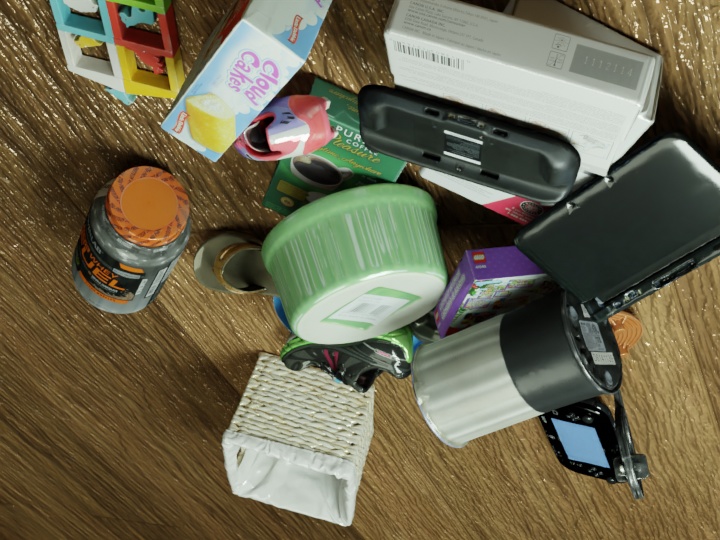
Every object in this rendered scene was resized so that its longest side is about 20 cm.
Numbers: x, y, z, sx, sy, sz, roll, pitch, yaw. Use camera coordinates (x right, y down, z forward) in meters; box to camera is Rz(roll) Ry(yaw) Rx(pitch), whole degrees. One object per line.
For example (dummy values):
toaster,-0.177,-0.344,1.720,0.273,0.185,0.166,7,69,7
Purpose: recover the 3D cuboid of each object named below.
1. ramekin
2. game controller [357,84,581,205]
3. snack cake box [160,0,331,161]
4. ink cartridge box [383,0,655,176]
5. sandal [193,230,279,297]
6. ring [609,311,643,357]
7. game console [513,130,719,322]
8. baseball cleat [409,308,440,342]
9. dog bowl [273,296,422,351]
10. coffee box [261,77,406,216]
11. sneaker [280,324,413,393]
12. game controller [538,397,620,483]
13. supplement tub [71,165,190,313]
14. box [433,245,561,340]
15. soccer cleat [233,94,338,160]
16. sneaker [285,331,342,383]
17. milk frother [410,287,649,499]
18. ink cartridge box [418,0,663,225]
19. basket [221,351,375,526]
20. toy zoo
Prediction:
ramekin,0.000,0.000,1.208,0.198,0.099,0.200,-15,157,-6
game controller,0.091,-0.109,0.969,0.198,0.042,0.105,18,156,9
snack cake box,-0.103,-0.201,1.036,0.067,0.116,0.200,32,147,-16
ink cartridge box,0.122,-0.148,0.904,0.198,0.045,0.176,18,171,7
sandal,-0.139,0.000,1.369,0.198,0.054,0.081,11,110,38
ring,0.230,0.097,1.298,0.198,0.019,0.201,-10,154,-5
game console,0.277,-0.048,1.051,0.199,0.175,0.117,-36,82,40
baseball cleat,0.158,0.080,1.329,0.197,0.070,0.107,0,145,9
dog bowl,-0.008,0.044,1.395,0.198,0.050,0.112,12,133,14
coffee box,-0.025,-0.110,1.195,0.122,0.044,0.200,23,148,-5
sneaker,-0.021,0.107,1.344,0.199,0.085,0.076,-9,-177,42
game controller,0.298,0.225,1.508,0.103,0.042,0.201,1,143,27
supplement tub,-0.278,-0.037,1.371,0.122,0.123,0.200,26,147,-10
box,0.189,0.019,1.193,0.197,0.039,0.137,-5,151,-16
soccer cleat,-0.095,-0.137,1.101,0.199,0.076,0.068,7,114,61
sneaker,-0.036,0.110,1.494,0.199,0.087,0.075,-15,136,45
milk frother,0.180,0.145,1.148,0.187,0.202,0.180,-25,144,31
ink cartridge box,0.158,-0.138,1.013,0.144,0.084,0.200,25,147,-6
basket,-0.083,0.250,1.658,0.198,0.162,0.199,15,148,9
toy zoo,-0.248,-0.242,1.143,0.130,0.021,0.201,15,148,8
